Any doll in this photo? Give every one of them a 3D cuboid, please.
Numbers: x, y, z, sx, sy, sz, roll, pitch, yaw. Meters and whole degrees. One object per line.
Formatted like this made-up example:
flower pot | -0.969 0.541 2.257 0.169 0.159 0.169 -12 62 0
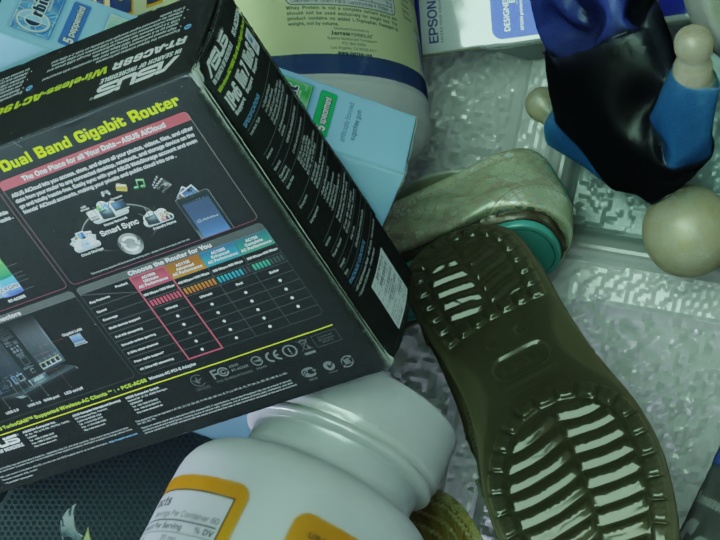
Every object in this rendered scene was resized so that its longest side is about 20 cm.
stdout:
doll | 0.107 -0.090 1.068 0.048 0.136 0.200 -24 98 -27

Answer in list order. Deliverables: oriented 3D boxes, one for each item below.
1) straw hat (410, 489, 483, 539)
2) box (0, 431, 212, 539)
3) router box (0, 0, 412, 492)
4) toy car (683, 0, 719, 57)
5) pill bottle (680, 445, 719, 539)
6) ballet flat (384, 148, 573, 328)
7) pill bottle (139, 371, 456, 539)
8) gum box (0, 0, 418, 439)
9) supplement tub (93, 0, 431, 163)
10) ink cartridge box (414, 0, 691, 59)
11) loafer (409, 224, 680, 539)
straw hat | -0.001 0.193 1.076 0.201 0.085 0.201 -23 45 24
box | -0.169 0.107 1.095 0.200 0.051 0.158 29 67 5
router box | -0.102 -0.007 0.995 0.200 0.150 0.062 -19 33 24
toy car | 0.237 -0.090 1.023 0.150 0.175 0.200 -25 104 -27
pill bottle | 0.185 0.114 1.022 0.114 0.114 0.200 25 88 20
ballet flat | 0.000 0.000 1.140 0.200 0.067 0.062 -18 45 11
pill bottle | -0.040 0.136 1.003 0.111 0.111 0.200 19 67 20
gum box | -0.098 -0.023 1.051 0.200 0.045 0.170 19 130 -5
supplement tub | -0.052 -0.138 1.128 0.145 0.145 0.200 -12 76 15
ink cartridge box | 0.120 -0.148 1.133 0.200 0.037 0.095 -6 79 14
loafer | 0.080 0.069 1.043 0.076 0.067 0.200 -23 55 5
